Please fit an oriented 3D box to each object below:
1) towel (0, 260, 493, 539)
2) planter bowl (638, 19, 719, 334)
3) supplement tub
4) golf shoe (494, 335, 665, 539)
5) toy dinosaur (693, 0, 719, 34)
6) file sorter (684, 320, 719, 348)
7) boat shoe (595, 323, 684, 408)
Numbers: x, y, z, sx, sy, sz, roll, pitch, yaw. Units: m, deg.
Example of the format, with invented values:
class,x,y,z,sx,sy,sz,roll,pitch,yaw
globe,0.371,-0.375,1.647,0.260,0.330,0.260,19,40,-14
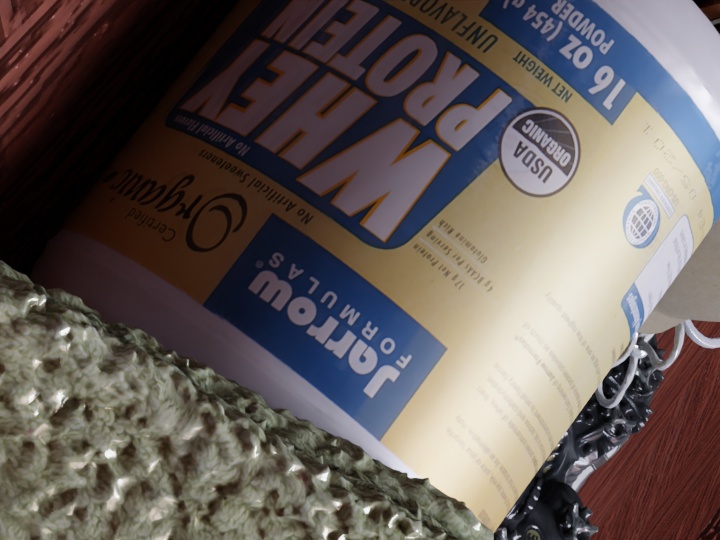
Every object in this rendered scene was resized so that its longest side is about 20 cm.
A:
class,x,y,z,sx,sy,sz,roll,pitch,yaw
towel,-0.070,0.084,0.536,0.149,0.200,0.036,-58,-164,4
planter bowl,0.127,-0.060,0.863,0.135,0.201,0.200,-38,174,28
supplement tub,0.000,0.000,0.636,0.200,0.144,0.145,-53,165,-11
golf shoe,0.071,0.077,1.052,0.094,0.078,0.200,-29,-155,49
toy dinosaur,0.084,-0.114,0.680,0.136,0.102,0.201,-60,153,-59
file sorter,0.236,-0.051,1.098,0.139,0.125,0.200,-34,-169,-38
boat shoe,0.089,0.016,0.929,0.202,0.086,0.075,-25,146,-60
